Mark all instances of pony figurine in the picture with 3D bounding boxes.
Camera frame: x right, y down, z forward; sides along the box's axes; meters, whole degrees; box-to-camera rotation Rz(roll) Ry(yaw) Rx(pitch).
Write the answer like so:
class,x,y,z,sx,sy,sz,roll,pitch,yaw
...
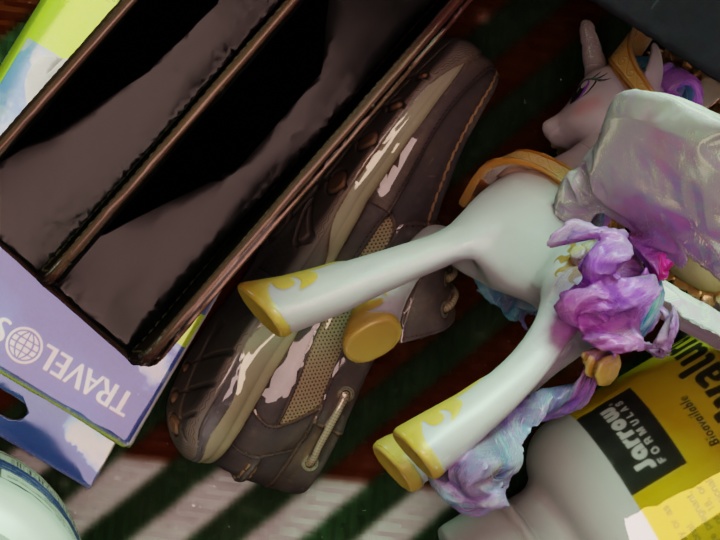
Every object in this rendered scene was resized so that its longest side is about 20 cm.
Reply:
class,x,y,z,sx,sy,sz,roll,pitch,yaw
pony figurine,0.083,0.001,1.066,0.200,0.193,0.167,-39,138,-12

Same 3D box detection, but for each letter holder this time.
class,x,y,z,sx,sy,sz,roll,pitch,yaw
letter holder,-0.050,-0.070,1.066,0.100,0.142,0.200,41,85,-6

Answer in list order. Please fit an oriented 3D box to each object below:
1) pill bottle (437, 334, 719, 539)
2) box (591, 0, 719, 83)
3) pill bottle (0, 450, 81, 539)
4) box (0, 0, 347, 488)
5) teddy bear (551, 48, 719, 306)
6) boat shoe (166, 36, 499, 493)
class,x,y,z,sx,sy,sz,roll,pitch,yaw
pill bottle,0.136,0.088,1.156,0.199,0.111,0.112,-31,95,-6
box,0.074,-0.184,1.054,0.199,0.197,0.118,26,107,-36
pill bottle,-0.155,0.126,1.075,0.110,0.200,0.112,0,91,-7
box,-0.106,-0.026,1.155,0.122,0.048,0.201,31,87,-7
teddy bear,0.164,-0.080,1.175,0.144,0.067,0.201,20,80,15
boat shoe,0.000,0.000,1.164,0.073,0.074,0.200,33,94,-19
